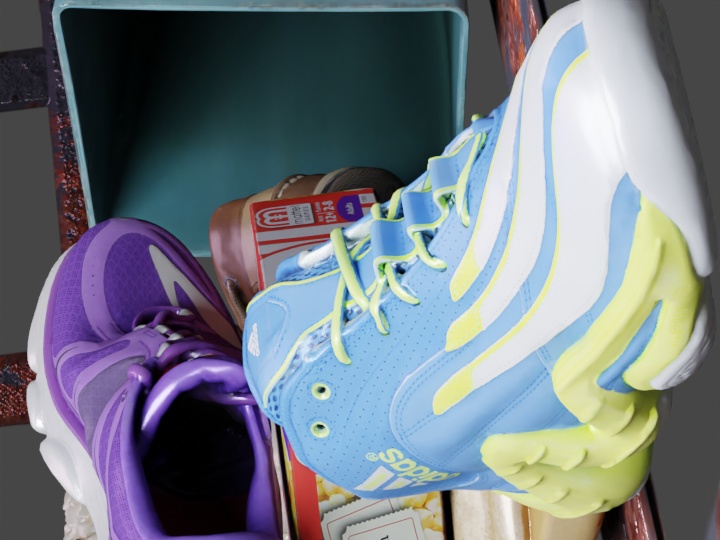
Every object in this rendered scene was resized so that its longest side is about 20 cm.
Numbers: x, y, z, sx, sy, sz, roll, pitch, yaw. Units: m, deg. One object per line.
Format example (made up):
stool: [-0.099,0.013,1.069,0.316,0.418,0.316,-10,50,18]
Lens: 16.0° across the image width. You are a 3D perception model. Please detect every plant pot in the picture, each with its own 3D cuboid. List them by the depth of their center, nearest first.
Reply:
plant pot: [-0.031,-0.127,0.966,0.142,0.140,0.201,88,-177,-54]

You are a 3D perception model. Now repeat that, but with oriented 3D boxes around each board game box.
board game box: [0.001,0.095,0.827,0.152,0.046,0.201,-105,8,-67]

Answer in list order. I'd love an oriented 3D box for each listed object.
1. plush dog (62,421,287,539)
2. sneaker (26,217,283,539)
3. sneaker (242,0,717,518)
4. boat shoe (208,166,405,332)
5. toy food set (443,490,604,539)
plush dog: [-0.048,0.141,1.107,0.172,0.161,0.200,49,164,-30]
sneaker: [-0.052,0.044,0.783,0.200,0.080,0.084,-111,30,-49]
sneaker: [0.024,0.010,0.603,0.200,0.104,0.076,88,174,-58]
boat shoe: [0.000,0.037,0.961,0.201,0.073,0.076,68,-148,-40]
toy food set: [0.045,0.060,0.828,0.198,0.048,0.201,-103,7,-61]
